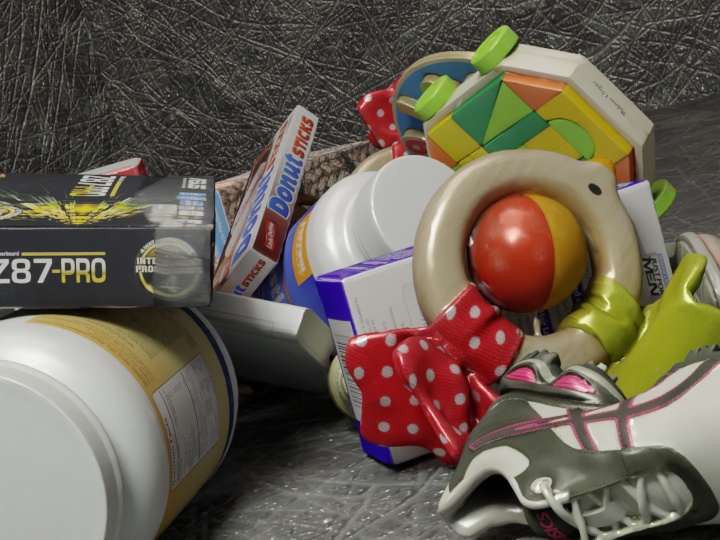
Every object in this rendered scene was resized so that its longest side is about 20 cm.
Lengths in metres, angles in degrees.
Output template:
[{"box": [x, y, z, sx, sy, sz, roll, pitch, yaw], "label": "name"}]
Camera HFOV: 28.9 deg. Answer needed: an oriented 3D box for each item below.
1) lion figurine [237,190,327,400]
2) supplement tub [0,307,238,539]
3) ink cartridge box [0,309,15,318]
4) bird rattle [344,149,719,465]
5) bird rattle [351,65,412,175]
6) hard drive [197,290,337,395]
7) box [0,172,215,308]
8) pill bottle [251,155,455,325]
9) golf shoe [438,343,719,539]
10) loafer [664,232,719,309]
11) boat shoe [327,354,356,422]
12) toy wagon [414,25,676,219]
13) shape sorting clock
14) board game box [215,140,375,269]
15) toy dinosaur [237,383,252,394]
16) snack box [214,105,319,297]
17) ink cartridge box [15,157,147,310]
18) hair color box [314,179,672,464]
[{"box": [-0.065, 0.010, 1.098, 0.072, 0.201, 0.122, -6, -23, 31], "label": "lion figurine"}, {"box": [-0.156, 0.088, 0.737, 0.143, 0.145, 0.200, -14, 7, 13], "label": "supplement tub"}, {"box": [-0.273, 0.071, 0.893, 0.115, 0.201, 0.068, -12, 8, 22], "label": "ink cartridge box"}, {"box": [0.086, 0.018, 0.754, 0.198, 0.164, 0.113, -7, -12, -6], "label": "bird rattle"}, {"box": [0.056, -0.056, 1.119, 0.163, 0.200, 0.113, -38, -1, -30], "label": "bird rattle"}, {"box": [-0.103, 0.041, 0.942, 0.199, 0.026, 0.132, 9, -19, 25], "label": "hard drive"}, {"box": [-0.162, -0.020, 0.791, 0.160, 0.050, 0.200, 2, 11, -5], "label": "box"}, {"box": [0.000, 0.000, 0.970, 0.112, 0.113, 0.200, -20, -12, -32], "label": "pill bottle"}, {"box": [0.115, 0.083, 0.559, 0.088, 0.077, 0.199, -43, 18, -29], "label": "golf shoe"}, {"box": [0.222, 0.008, 0.850, 0.062, 0.072, 0.200, -8, 5, 2], "label": "loafer"}, {"box": [0.076, 0.039, 0.873, 0.199, 0.074, 0.063, -28, -5, -12], "label": "boat shoe"}, {"box": [0.105, -0.068, 0.920, 0.200, 0.155, 0.040, -34, 18, 53], "label": "toy wagon"}, {"box": [0.108, -0.075, 0.984, 0.199, 0.200, 0.039, -7, 44, 50], "label": "shape sorting clock"}, {"box": [-0.069, -0.009, 1.222, 0.199, 0.161, 0.097, -23, 10, -40], "label": "board game box"}, {"box": [-0.178, 0.072, 0.937, 0.199, 0.137, 0.086, -11, 8, 29], "label": "toy dinosaur"}, {"box": [-0.071, -0.044, 1.034, 0.072, 0.024, 0.201, -49, 17, 32], "label": "snack box"}, {"box": [-0.210, 0.030, 1.078, 0.143, 0.201, 0.084, -16, 11, -4], "label": "ink cartridge box"}, {"box": [0.085, 0.027, 0.817, 0.199, 0.110, 0.065, -17, 6, -15], "label": "hair color box"}]
